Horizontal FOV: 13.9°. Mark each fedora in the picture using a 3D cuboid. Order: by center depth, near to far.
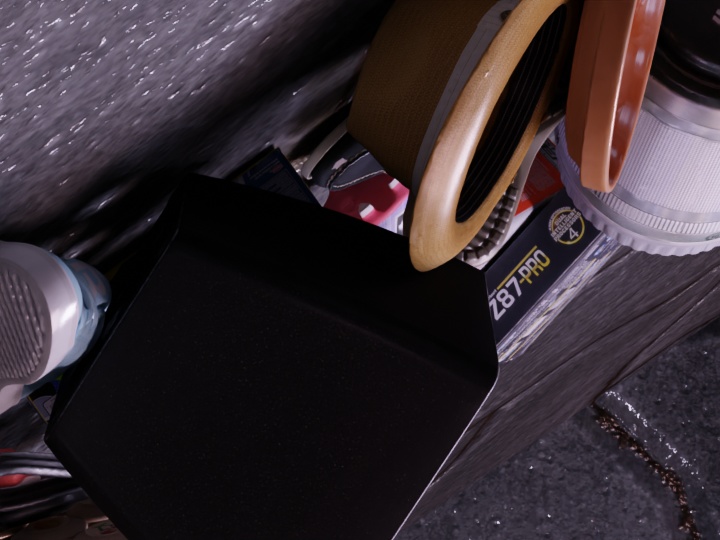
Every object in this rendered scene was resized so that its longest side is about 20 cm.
[{"bbox_3d":[0.049,-0.099,1.564,0.201,0.081,0.201,-60,167,-24],"label":"fedora"}]

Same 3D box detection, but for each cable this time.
[{"bbox_3d":[-0.171,0.114,1.807,0.199,0.051,0.097,-17,155,-7],"label":"cable"}]

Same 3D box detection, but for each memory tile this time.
[{"bbox_3d":[-0.176,0.155,1.831,0.153,0.017,0.200,0,-163,39],"label":"memory tile"}]

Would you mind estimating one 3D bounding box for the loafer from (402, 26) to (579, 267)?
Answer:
[{"bbox_3d":[0.071,-0.087,1.702,0.067,0.076,0.201,-19,-143,58],"label":"loafer"}]

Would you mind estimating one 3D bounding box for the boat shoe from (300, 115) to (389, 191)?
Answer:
[{"bbox_3d":[0.052,-0.085,1.764,0.199,0.066,0.075,-29,168,-40],"label":"boat shoe"}]

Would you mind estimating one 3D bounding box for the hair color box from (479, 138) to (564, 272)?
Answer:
[{"bbox_3d":[0.069,-0.028,2.044,0.102,0.061,0.200,-51,168,31],"label":"hair color box"}]

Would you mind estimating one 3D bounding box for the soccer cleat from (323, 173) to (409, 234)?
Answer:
[{"bbox_3d":[0.000,0.000,1.799,0.066,0.077,0.200,0,-134,44],"label":"soccer cleat"}]

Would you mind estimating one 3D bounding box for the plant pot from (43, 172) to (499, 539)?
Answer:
[{"bbox_3d":[-0.055,0.061,1.561,0.201,0.177,0.200,-56,-171,13],"label":"plant pot"}]

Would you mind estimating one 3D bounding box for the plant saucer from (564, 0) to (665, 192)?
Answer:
[{"bbox_3d":[0.146,-0.144,1.639,0.200,0.032,0.202,12,90,-81],"label":"plant saucer"}]

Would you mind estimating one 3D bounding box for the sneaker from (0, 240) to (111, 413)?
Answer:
[{"bbox_3d":[-0.161,0.014,1.477,0.082,0.074,0.200,-37,-179,-22],"label":"sneaker"}]

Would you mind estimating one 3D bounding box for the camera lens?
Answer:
[{"bbox_3d":[0.210,-0.118,1.844,0.160,0.160,0.200,-33,162,-22],"label":"camera lens"}]

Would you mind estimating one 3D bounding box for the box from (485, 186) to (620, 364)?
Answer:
[{"bbox_3d":[0.145,-0.014,2.099,0.200,0.049,0.161,-49,169,17],"label":"box"}]

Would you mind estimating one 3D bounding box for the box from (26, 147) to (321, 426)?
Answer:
[{"bbox_3d":[-0.107,0.019,1.689,0.200,0.064,0.070,-36,170,-6],"label":"box"}]
